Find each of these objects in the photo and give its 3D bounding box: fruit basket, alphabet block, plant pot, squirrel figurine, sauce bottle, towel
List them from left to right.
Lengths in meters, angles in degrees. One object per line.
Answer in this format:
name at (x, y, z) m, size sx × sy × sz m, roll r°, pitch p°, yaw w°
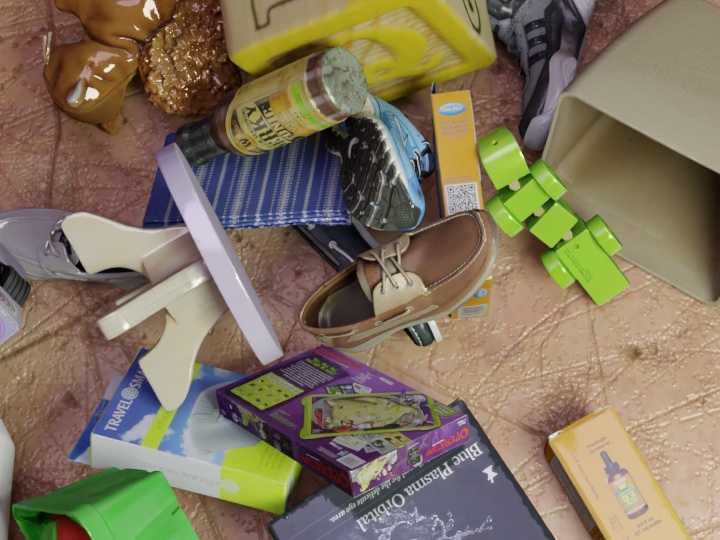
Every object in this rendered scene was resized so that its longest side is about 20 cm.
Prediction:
fruit basket at (-0.224, 0.281, 1.127) m, size 0.214 × 0.155 × 0.217 m, roll 4°, pitch 83°, yaw -37°
squirrel figurine at (-0.207, -0.216, 1.322) m, size 0.199 × 0.142 × 0.188 m, roll 27°, pitch 83°, yaw 14°
towel at (-0.098, -0.086, 1.295) m, size 0.198 × 0.024 × 0.145 m, roll -3°, pitch 44°, yaw 9°
sauce bottle at (-0.084, -0.138, 1.236) m, size 0.199 × 0.064 × 0.065 m, roll -19°, pitch 67°, yaw 40°
alphabet block at (-0.008, -0.279, 1.273) m, size 0.195 × 0.195 × 0.201 m, roll -17°, pitch 70°, yaw 23°
plant pot at (0.290, -0.122, 1.239) m, size 0.199 × 0.200 × 0.178 m, roll 30°, pitch 67°, yaw 12°

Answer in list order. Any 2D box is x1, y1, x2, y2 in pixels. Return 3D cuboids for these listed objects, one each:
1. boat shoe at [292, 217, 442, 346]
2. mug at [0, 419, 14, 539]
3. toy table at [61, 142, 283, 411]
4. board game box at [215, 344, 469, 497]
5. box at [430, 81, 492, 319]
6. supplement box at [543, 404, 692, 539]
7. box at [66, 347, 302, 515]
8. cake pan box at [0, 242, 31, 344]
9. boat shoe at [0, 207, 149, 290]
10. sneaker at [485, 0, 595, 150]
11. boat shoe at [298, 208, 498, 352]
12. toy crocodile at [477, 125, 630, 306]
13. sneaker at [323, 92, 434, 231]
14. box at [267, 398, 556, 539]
boat shoe at (0.000, 0.000, 1.276) m, size 0.060 × 0.076 × 0.200 m, roll -34°, pitch 62°, yaw -8°
mug at (-0.385, 0.193, 1.205) m, size 0.185 × 0.150 × 0.154 m, roll 8°, pitch 65°, yaw -1°
toy table at (-0.160, 0.009, 1.182) m, size 0.117 × 0.184 × 0.201 m, roll -28°, pitch 85°, yaw -1°
board game box at (-0.018, 0.119, 1.151) m, size 0.120 × 0.033 × 0.200 m, roll -25°, pitch 28°, yaw -29°
box at (0.090, -0.069, 1.264) m, size 0.041 × 0.119 × 0.202 m, roll -4°, pitch 73°, yaw 2°
supplement box at (0.234, 0.220, 1.195) m, size 0.066 × 0.069 × 0.201 m, roll -27°, pitch 75°, yaw -6°
box at (-0.143, 0.137, 1.224) m, size 0.198 × 0.048 × 0.122 m, roll 13°, pitch 38°, yaw 8°
cake pan box at (-0.377, 0.063, 1.210) m, size 0.200 × 0.184 × 0.052 m, roll -40°, pitch 111°, yaw 0°
boat shoe at (-0.263, -0.026, 1.300) m, size 0.198 × 0.065 × 0.074 m, roll 7°, pitch 74°, yaw 5°
sneaker at (0.154, -0.211, 1.330) m, size 0.113 × 0.076 × 0.201 m, roll 15°, pitch 69°, yaw 8°
boat shoe at (0.029, 0.011, 1.171) m, size 0.200 × 0.072 × 0.076 m, roll -36°, pitch 61°, yaw 29°
toy crocodile at (0.172, -0.044, 1.244) m, size 0.067 × 0.062 × 0.200 m, roll -40°, pitch 114°, yaw 15°
sneaker at (0.031, -0.101, 1.217) m, size 0.089 × 0.079 × 0.201 m, roll 12°, pitch 31°, yaw -20°
box at (0.058, 0.249, 1.170) m, size 0.196 × 0.118 × 0.201 m, roll -32°, pitch 75°, yaw -7°
